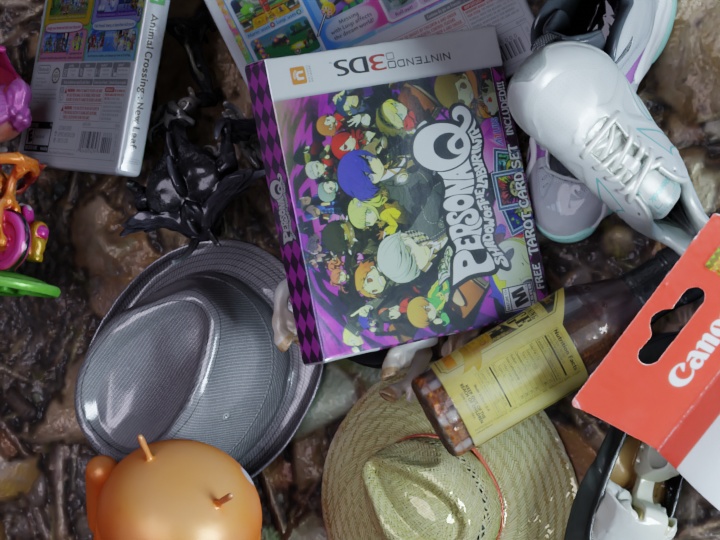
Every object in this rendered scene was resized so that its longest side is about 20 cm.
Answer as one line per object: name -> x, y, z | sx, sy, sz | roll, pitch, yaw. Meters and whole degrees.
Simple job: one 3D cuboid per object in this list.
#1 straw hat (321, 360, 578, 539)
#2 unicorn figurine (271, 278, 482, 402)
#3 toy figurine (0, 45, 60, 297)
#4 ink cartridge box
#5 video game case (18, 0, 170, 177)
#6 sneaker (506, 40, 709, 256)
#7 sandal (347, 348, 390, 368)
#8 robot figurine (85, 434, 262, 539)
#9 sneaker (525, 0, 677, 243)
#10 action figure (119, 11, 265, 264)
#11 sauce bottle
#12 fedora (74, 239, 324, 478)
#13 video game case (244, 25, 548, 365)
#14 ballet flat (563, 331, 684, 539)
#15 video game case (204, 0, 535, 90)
straw hat -> 0.047, 0.156, 1.546 | 0.201, 0.085, 0.202 | -2, 85, 24
unicorn figurine -> 0.000, 0.000, 1.550 | 0.074, 0.200, 0.138 | -11, 52, 59
toy figurine -> -0.288, -0.080, 1.675 | 0.200, 0.150, 0.184 | 5, 85, 40
ink cartridge box -> 0.257, 0.079, 1.411 | 0.200, 0.050, 0.162 | 29, 113, -16
video game case -> -0.190, -0.162, 1.652 | 0.200, 0.022, 0.182 | 9, 89, 61
sneaker -> 0.166, -0.077, 1.447 | 0.070, 0.200, 0.080 | -46, 45, 7
sandal -> -0.017, -0.024, 1.613 | 0.076, 0.043, 0.200 | -23, 77, 20
robot figurine -> -0.126, 0.197, 1.571 | 0.116, 0.200, 0.144 | -3, 47, -13
sneaker -> 0.138, -0.121, 1.500 | 0.078, 0.140, 0.200 | 14, 91, 24
action figure -> -0.117, -0.085, 1.632 | 0.119, 0.102, 0.200 | -24, 60, 20
sauce bottle -> 0.131, 0.049, 1.508 | 0.200, 0.066, 0.066 | -30, 73, -5
fedora -> -0.130, 0.071, 1.628 | 0.200, 0.090, 0.177 | -44, 71, 14
video game case -> 0.027, -0.052, 1.506 | 0.036, 0.181, 0.200 | -11, 90, 61
ballet flat -> 0.182, 0.136, 1.490 | 0.068, 0.068, 0.200 | 15, 93, -15
video game case -> 0.003, -0.186, 1.570 | 0.200, 0.024, 0.182 | -25, 102, 8
